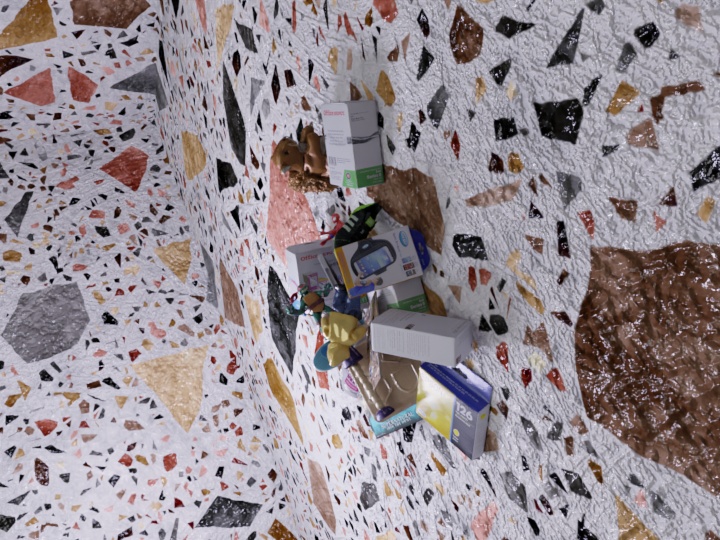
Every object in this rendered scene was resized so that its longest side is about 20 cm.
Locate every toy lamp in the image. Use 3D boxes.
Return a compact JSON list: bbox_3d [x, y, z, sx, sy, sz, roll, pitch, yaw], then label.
[{"bbox_3d":[0.012,0.277,1.507,0.200,0.058,0.058,58,152,9],"label":"toy lamp"}]

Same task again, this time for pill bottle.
[{"bbox_3d":[0.013,0.277,1.696,0.114,0.113,0.200,61,152,26],"label":"pill bottle"}]

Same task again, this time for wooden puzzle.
[{"bbox_3d":[0.073,0.259,1.535,0.185,0.046,0.200,-34,78,20],"label":"wooden puzzle"}]

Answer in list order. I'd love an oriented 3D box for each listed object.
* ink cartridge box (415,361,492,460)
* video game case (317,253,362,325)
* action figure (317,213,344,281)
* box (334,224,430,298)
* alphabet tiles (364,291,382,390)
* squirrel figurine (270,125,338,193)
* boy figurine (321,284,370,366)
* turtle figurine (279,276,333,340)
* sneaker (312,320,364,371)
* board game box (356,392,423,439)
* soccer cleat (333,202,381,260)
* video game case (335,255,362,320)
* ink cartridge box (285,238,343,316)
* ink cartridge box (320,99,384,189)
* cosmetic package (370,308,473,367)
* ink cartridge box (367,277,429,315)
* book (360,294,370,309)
[{"bbox_3d":[0.207,0.297,1.374,0.198,0.047,0.200,35,137,46],"label":"ink cartridge box"},{"bbox_3d":[-0.055,0.061,1.665,0.200,0.018,0.143,62,-179,31],"label":"video game case"},{"bbox_3d":[-0.077,-0.060,1.708,0.065,0.099,0.201,-157,58,-68],"label":"action figure"},{"bbox_3d":[0.053,-0.023,1.359,0.041,0.200,0.119,-6,-103,-81],"label":"box"},{"bbox_3d":[0.032,0.175,1.438,0.167,0.008,0.200,107,160,-61],"label":"alphabet tiles"},{"bbox_3d":[-0.142,-0.281,1.607,0.142,0.186,0.200,50,146,41],"label":"squirrel figurine"},{"bbox_3d":[-0.037,0.136,1.470,0.064,0.124,0.201,5,-88,-77],"label":"boy figurine"},{"bbox_3d":[-0.128,0.094,1.715,0.200,0.150,0.101,47,177,6],"label":"turtle figurine"},{"bbox_3d":[-0.064,0.230,1.757,0.080,0.200,0.131,48,158,7],"label":"sneaker"},{"bbox_3d":[0.086,0.353,1.596,0.200,0.028,0.136,-36,73,39],"label":"board game box"},{"bbox_3d":[-0.007,-0.096,1.453,0.081,0.200,0.068,-23,121,40],"label":"soccer cleat"},{"bbox_3d":[-0.028,0.016,1.604,0.200,0.025,0.181,-91,-14,-73],"label":"video game case"},{"bbox_3d":[-0.135,0.018,1.810,0.085,0.144,0.200,28,129,59],"label":"ink cartridge box"},{"bbox_3d":[-0.020,-0.309,1.462,0.146,0.084,0.200,25,126,58],"label":"ink cartridge box"},{"bbox_3d":[0.131,0.141,1.295,0.200,0.102,0.074,5,109,30],"label":"cosmetic package"},{"bbox_3d":[0.073,0.020,1.457,0.145,0.087,0.200,-19,88,64],"label":"ink cartridge box"},{"bbox_3d":[0.000,0.000,1.570,0.134,0.048,0.200,8,-113,-79],"label":"book"}]
